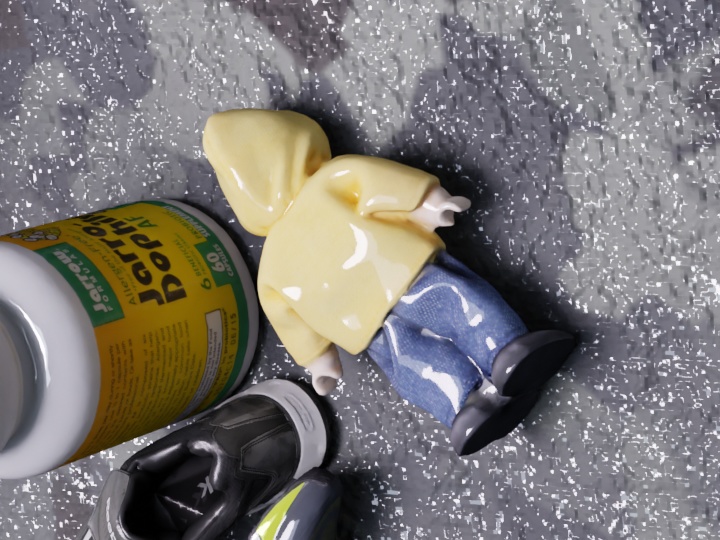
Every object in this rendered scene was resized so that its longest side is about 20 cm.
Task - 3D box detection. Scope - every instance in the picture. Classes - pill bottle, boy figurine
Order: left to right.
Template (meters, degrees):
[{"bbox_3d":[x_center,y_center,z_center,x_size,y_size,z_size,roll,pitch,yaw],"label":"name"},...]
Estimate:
[{"bbox_3d":[-0.146,0.035,1.420,0.112,0.200,0.114,8,104,32],"label":"pill bottle"},{"bbox_3d":[0.000,0.000,1.400,0.200,0.064,0.125,41,119,21],"label":"boy figurine"}]

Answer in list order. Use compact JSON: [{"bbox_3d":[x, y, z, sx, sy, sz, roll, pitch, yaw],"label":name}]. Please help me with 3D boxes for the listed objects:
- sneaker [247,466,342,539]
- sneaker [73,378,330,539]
[{"bbox_3d":[-0.016,0.191,1.456,0.081,0.074,0.201,10,112,22],"label":"sneaker"},{"bbox_3d":[-0.105,0.125,1.479,0.200,0.090,0.067,-42,76,32],"label":"sneaker"}]
